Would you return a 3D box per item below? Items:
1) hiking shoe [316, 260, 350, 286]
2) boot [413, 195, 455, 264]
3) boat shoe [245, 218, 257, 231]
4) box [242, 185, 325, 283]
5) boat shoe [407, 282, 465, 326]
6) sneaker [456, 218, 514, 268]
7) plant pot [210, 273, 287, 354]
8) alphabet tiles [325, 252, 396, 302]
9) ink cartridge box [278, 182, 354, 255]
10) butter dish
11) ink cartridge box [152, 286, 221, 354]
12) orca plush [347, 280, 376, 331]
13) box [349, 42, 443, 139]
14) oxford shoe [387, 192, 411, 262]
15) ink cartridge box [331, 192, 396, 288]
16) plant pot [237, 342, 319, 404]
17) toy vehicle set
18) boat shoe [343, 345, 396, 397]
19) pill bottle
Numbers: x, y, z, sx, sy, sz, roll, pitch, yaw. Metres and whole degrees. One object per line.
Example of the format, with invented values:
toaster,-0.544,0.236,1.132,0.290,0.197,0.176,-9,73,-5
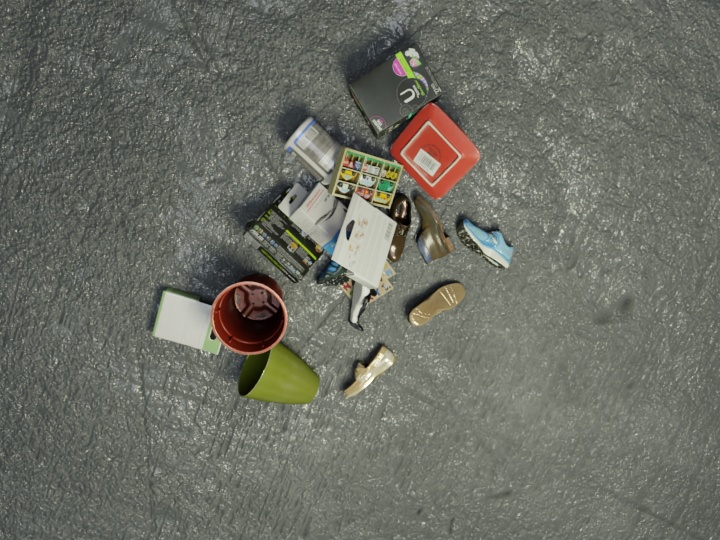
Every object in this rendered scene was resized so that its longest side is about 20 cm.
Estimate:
hiking shoe,-0.054,-0.018,1.482,0.074,0.087,0.200,16,145,-43
boot,0.186,-0.113,1.491,0.097,0.075,0.200,-35,105,2
boat shoe,-0.233,-0.086,1.474,0.200,0.061,0.072,22,101,-9
box,-0.189,-0.100,1.433,0.200,0.047,0.193,43,60,-13
boat shoe,0.222,0.100,1.551,0.199,0.065,0.072,-33,96,-15
sneaker,0.368,-0.092,1.522,0.200,0.078,0.090,36,80,-15
plant pot,-0.298,0.103,1.446,0.199,0.195,0.202,-1,104,-4
alphabet tiles,0.000,0.000,1.515,0.166,0.006,0.200,-33,104,22
ink cartridge box,-0.112,-0.155,1.420,0.200,0.068,0.116,41,53,-14
butter dish,0.217,-0.336,1.407,0.200,0.148,0.199,45,133,0
ink cartridge box,-0.492,0.148,1.520,0.199,0.048,0.146,17,102,-8
orca plush,0.020,0.085,1.509,0.071,0.105,0.201,-4,114,-22
box,0.090,-0.466,1.364,0.199,0.124,0.149,-31,96,5
oxford shoe,0.105,-0.115,1.477,0.072,0.084,0.201,-1,108,-16
ink cartridge box,0.003,-0.077,1.370,0.173,0.043,0.201,31,67,-35
plant pot,-0.227,0.314,1.528,0.199,0.187,0.188,29,100,-25
toy vehicle set,0.016,-0.244,1.381,0.199,0.026,0.125,7,106,-37
boat shoe,0.017,0.307,1.589,0.200,0.074,0.069,-42,91,5
pill bottle,-0.098,-0.306,1.403,0.200,0.114,0.114,42,98,-13
